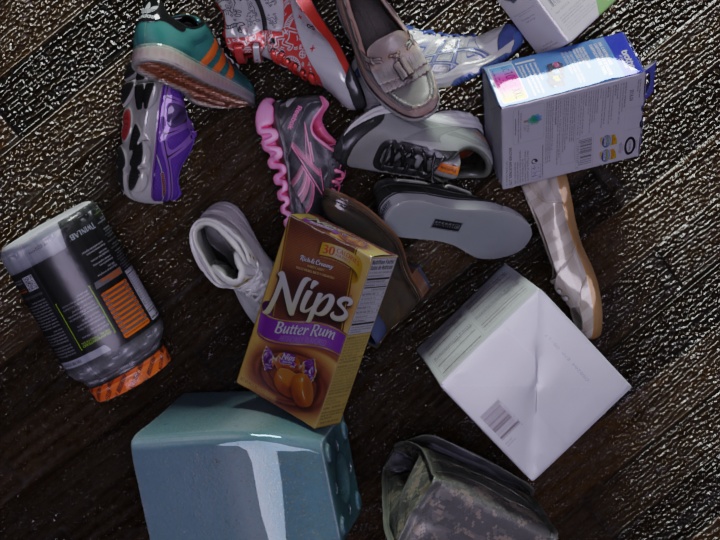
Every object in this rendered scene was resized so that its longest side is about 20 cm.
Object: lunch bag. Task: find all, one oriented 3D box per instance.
[{"bbox_3d":[0.114,0.268,1.672,0.163,0.200,0.118,28,99,-12],"label":"lunch bag"}]

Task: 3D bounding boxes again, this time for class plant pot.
[{"bbox_3d":[-0.110,0.239,1.619,0.199,0.196,0.197,-8,99,13],"label":"plant pot"}]

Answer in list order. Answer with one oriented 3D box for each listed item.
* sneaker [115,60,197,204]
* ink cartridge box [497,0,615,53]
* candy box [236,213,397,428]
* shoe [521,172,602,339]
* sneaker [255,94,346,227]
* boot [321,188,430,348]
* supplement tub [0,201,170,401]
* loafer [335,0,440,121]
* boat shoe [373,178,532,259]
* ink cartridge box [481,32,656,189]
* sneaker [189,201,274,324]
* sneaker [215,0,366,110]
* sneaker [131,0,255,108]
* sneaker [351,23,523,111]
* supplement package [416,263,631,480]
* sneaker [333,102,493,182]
[{"bbox_3d":[-0.220,-0.174,1.653,0.083,0.080,0.201,8,91,-38],"label":"sneaker"},{"bbox_3d":[0.192,-0.355,1.645,0.117,0.067,0.200,-42,100,-23],"label":"ink cartridge box"},{"bbox_3d":[-0.049,0.052,1.582,0.116,0.056,0.201,27,105,29],"label":"candy box"},{"bbox_3d":[0.234,-0.015,1.712,0.053,0.070,0.201,-14,91,-3],"label":"shoe"},{"bbox_3d":[-0.048,-0.104,1.657,0.095,0.079,0.201,-15,100,12],"label":"sneaker"},{"bbox_3d":[0.000,0.000,1.642,0.097,0.075,0.200,-55,130,-16],"label":"boot"},{"bbox_3d":[-0.299,0.036,1.637,0.122,0.123,0.201,-28,99,-1],"label":"supplement tub"},{"bbox_3d":[0.022,-0.249,1.609,0.072,0.063,0.201,-26,61,-4],"label":"loafer"},{"bbox_3d":[0.107,-0.068,1.687,0.199,0.064,0.071,13,126,-29],"label":"boat shoe"},{"bbox_3d":[0.241,-0.180,1.652,0.199,0.077,0.137,-13,142,-4],"label":"ink cartridge box"},{"bbox_3d":[-0.122,0.020,1.646,0.074,0.116,0.200,-37,94,13],"label":"sneaker"},{"bbox_3d":[-0.081,-0.241,1.636,0.108,0.067,0.202,-31,82,0],"label":"sneaker"},{"bbox_3d":[-0.173,-0.231,1.596,0.071,0.200,0.080,-2,78,26],"label":"sneaker"},{"bbox_3d":[0.085,-0.244,1.663,0.199,0.075,0.089,-25,94,-5],"label":"sneaker"},{"bbox_3d":[0.176,0.108,1.654,0.151,0.200,0.152,-44,99,2],"label":"supplement package"},{"bbox_3d":[0.063,-0.135,1.632,0.199,0.080,0.074,-4,137,-29],"label":"sneaker"}]
